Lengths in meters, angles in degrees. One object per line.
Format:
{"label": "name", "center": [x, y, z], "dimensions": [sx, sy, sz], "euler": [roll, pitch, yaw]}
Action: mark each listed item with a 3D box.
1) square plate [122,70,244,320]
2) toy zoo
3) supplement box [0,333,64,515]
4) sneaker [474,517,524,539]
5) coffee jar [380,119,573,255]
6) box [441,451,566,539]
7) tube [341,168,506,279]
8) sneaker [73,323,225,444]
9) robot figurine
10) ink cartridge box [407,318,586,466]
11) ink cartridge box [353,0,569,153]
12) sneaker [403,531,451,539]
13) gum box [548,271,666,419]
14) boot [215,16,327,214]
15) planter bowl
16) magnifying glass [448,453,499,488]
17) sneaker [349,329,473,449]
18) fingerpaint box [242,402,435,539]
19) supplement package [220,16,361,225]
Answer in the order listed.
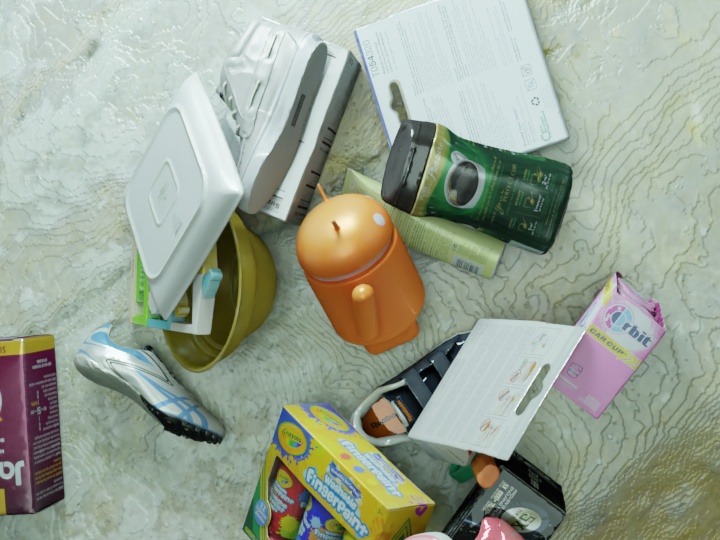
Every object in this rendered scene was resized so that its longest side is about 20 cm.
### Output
{"label": "square plate", "center": [-0.204, -0.084, 1.391], "dimensions": [0.201, 0.028, 0.199], "euler": [-54, 43, 33]}
{"label": "toy zoo", "center": [-0.207, 0.001, 1.429], "dimensions": [0.020, 0.199, 0.133], "euler": [2, 90, -35]}
{"label": "supplement box", "center": [-0.428, 0.179, 1.487], "dimensions": [0.129, 0.103, 0.203], "euler": [-5, 90, 7]}
{"label": "sneaker", "center": [0.093, 0.331, 1.281], "dimensions": [0.200, 0.074, 0.087], "euler": [-44, 70, 2]}
{"label": "coffee jar", "center": [0.124, -0.093, 1.387], "dimensions": [0.198, 0.085, 0.105], "euler": [17, 97, -4]}
{"label": "box", "center": [0.131, 0.304, 1.383], "dimensions": [0.086, 0.164, 0.201], "euler": [35, 94, 6]}
{"label": "tube", "center": [0.068, -0.051, 1.447], "dimensions": [0.198, 0.052, 0.059], "euler": [22, 88, 7]}
{"label": "sneaker", "center": [-0.237, 0.134, 1.482], "dimensions": [0.199, 0.072, 0.073], "euler": [34, 67, -1]}
{"label": "robot figurine", "center": [0.001, 0.001, 1.397], "dimensions": [0.116, 0.201, 0.144], "euler": [4, 46, 37]}
{"label": "ink cartridge box", "center": [0.149, 0.129, 1.322], "dimensions": [0.047, 0.199, 0.161], "euler": [40, 73, -22]}
{"label": "ink cartridge box", "center": [0.114, -0.211, 1.445], "dimensions": [0.198, 0.043, 0.199], "euler": [-17, 90, 9]}
{"label": "sneaker", "center": [0.005, 0.324, 1.230], "dimensions": [0.200, 0.104, 0.076], "euler": [-37, 74, 31]}
{"label": "gum box", "center": [0.262, 0.074, 1.351], "dimensions": [0.066, 0.200, 0.114], "euler": [37, 102, 5]}
{"label": "boot", "center": [-0.113, -0.168, 1.358], "dimensions": [0.095, 0.074, 0.202], "euler": [22, 89, 17]}
{"label": "planter bowl", "center": [-0.151, 0.014, 1.439], "dimensions": [0.083, 0.199, 0.203], "euler": [2, 91, -35]}
{"label": "magnifying glass", "center": [0.127, 0.201, 1.364], "dimensions": [0.022, 0.200, 0.080], "euler": [36, 91, -3]}
{"label": "sneaker", "center": [0.075, 0.140, 1.434], "dimensions": [0.199, 0.079, 0.079], "euler": [-37, 85, 5]}
{"label": "fingerpaint box", "center": [-0.030, 0.267, 1.378], "dimensions": [0.200, 0.073, 0.168], "euler": [39, 117, 42]}
{"label": "supplement package", "center": [-0.089, -0.165, 1.437], "dimensions": [0.113, 0.110, 0.202], "euler": [22, 93, 7]}
